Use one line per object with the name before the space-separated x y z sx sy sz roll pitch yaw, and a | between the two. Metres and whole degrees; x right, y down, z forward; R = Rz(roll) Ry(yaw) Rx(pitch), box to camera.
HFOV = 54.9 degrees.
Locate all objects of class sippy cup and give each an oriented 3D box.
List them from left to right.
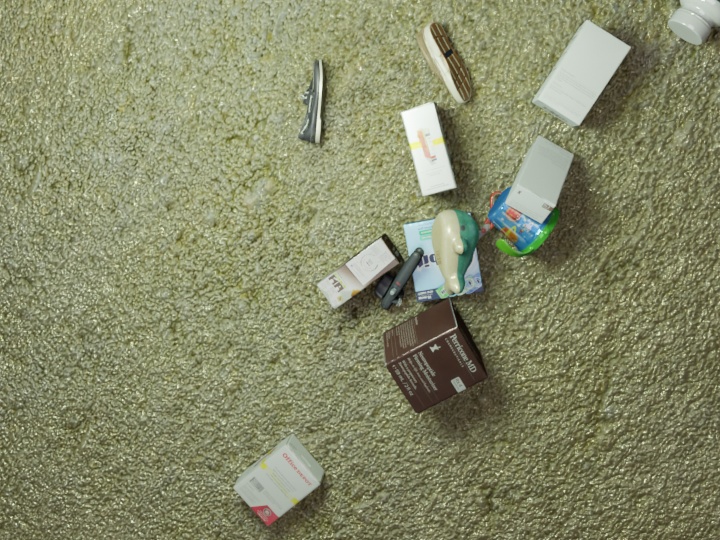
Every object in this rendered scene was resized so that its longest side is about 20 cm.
sippy cup | 0.379 -0.126 1.644 0.130 0.178 0.140 35 117 -5

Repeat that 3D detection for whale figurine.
whale figurine | 0.232 -0.044 1.634 0.103 0.159 0.202 -4 83 -12

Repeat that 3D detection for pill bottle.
pill bottle | 0.781 -0.610 1.525 0.119 0.120 0.200 36 102 0

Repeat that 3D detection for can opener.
can opener | 0.099 0.022 1.717 0.078 0.064 0.200 33 130 -3

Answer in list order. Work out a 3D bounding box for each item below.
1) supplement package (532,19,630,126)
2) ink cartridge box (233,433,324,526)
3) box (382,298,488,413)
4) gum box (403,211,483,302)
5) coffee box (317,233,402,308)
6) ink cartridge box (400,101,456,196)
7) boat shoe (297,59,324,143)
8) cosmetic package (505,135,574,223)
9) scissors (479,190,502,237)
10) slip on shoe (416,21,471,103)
supplement package | 0.502 -0.447 1.589 0.117 0.117 0.201 32 102 1
ink cartridge box | -0.216 0.563 1.869 0.200 0.083 0.145 -40 93 12
box | 0.178 0.208 1.703 0.199 0.164 0.166 -29 109 11
gum box | 0.208 -0.033 1.734 0.169 0.045 0.201 -10 98 8
coffee box | 0.000 0.000 1.730 0.200 0.114 0.080 -36 94 12
ink cartridge box | 0.164 -0.286 1.638 0.083 0.145 0.201 -14 98 11
boat shoe | -0.121 -0.414 1.695 0.062 0.073 0.201 5 105 3
cosmetic package | 0.415 -0.212 1.600 0.101 0.200 0.074 30 143 3
scissors | 0.314 -0.103 1.695 0.073 0.014 0.201 31 87 -16
slip on shoe | 0.196 -0.488 1.652 0.060 0.076 0.201 -17 110 49
